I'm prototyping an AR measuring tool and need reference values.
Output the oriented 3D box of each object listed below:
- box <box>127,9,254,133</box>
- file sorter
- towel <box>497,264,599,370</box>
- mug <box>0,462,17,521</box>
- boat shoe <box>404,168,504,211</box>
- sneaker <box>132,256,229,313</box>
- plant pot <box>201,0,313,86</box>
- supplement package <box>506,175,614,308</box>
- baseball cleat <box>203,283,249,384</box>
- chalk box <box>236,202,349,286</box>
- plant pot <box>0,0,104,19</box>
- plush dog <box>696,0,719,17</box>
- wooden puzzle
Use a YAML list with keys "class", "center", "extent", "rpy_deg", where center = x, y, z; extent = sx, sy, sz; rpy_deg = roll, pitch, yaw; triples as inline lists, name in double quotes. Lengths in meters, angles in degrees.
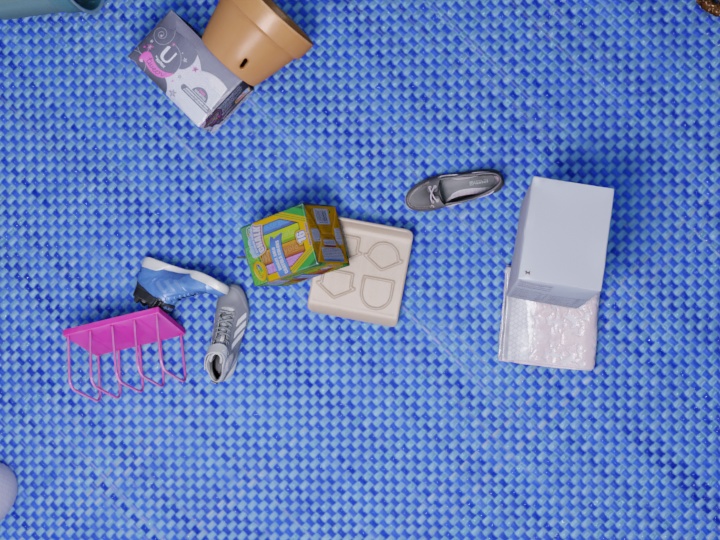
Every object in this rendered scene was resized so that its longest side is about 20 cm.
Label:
- class: "box"
  center: [-0.333, -0.389, 1.633]
  extent: [0.132, 0.115, 0.200]
  rpy_deg: [-45, 88, 5]
- class: "file sorter"
  center: [-0.462, 0.174, 1.639]
  extent: [0.199, 0.139, 0.126]
  rpy_deg: [-14, 66, 6]
- class: "towel"
  center: [0.373, 0.091, 1.631]
  extent: [0.190, 0.032, 0.201]
  rpy_deg: [4, 94, 5]
- class: "mug"
  center: [-0.810, 0.454, 1.685]
  extent: [0.199, 0.175, 0.148]
  rpy_deg: [14, 93, 5]
- class: "boat shoe"
  center: [0.183, -0.162, 1.624]
  extent: [0.199, 0.057, 0.067]
  rpy_deg: [-12, 91, 6]
- class: "sneaker"
  center: [-0.365, 0.050, 1.660]
  extent: [0.199, 0.077, 0.112]
  rpy_deg: [16, 82, 15]
- class: "plant pot"
  center: [-0.209, -0.452, 1.582]
  extent: [0.200, 0.200, 0.140]
  rpy_deg: [46, 102, 2]
- class: "supplement package"
  center: [0.363, -0.046, 1.522]
  extent: [0.147, 0.200, 0.192]
  rpy_deg: [10, 80, 6]
- class: "baseball cleat"
  center: [-0.268, 0.128, 1.654]
  extent: [0.069, 0.106, 0.201]
  rpy_deg: [5, 93, 4]
- class: "chalk box"
  center: [-0.145, -0.040, 1.605]
  extent: [0.200, 0.125, 0.124]
  rpy_deg: [-19, 81, 29]
- class: "plant pot"
  center: [-0.641, -0.588, 1.624]
  extent: [0.195, 0.200, 0.201]
  rpy_deg: [-8, 92, 13]
- class: "plush dog"
  center: [0.712, -0.557, 1.526]
  extent: [0.199, 0.161, 0.172]
  rpy_deg: [-14, 114, 5]
- class: "wooden puzzle"
  center: [0.000, 0.000, 1.658]
  extent: [0.185, 0.046, 0.201]
  rpy_deg: [11, 98, 5]
